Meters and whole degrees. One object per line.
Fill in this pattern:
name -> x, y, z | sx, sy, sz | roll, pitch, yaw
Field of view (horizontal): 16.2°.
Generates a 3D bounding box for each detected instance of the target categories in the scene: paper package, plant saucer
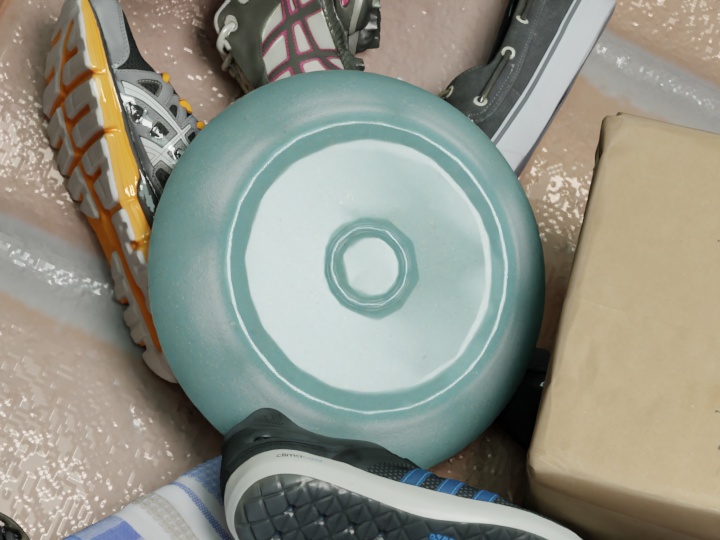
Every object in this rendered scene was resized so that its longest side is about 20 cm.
paper package -> 0.187, 0.045, 1.179 | 0.199, 0.103, 0.191 | 13, 74, 7
plant saucer -> 0.000, 0.000, 1.201 | 0.199, 0.036, 0.201 | 2, 82, -17

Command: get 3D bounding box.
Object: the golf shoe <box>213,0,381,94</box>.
golf shoe -> -0.034, -0.095, 1.289 | 0.088, 0.077, 0.201 | 3, 62, 0

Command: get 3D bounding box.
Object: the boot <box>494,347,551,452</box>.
boot -> 0.104, 0.154, 1.236 | 0.164, 0.066, 0.200 | 23, 68, -6

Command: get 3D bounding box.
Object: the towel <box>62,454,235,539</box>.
towel -> -0.034, 0.143, 1.143 | 0.147, 0.024, 0.200 | 44, 26, 13

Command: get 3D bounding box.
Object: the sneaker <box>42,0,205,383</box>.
sneaker -> -0.097, -0.047, 1.242 | 0.077, 0.078, 0.201 | -19, 87, -24

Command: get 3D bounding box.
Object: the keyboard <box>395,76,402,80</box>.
keyboard -> 0.007, 0.002, 1.267 | 0.011, 0.056, 0.201 | 3, 63, 22

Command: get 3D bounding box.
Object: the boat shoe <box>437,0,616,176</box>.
boat shoe -> 0.068, -0.081, 1.315 | 0.057, 0.069, 0.200 | 30, 57, 4

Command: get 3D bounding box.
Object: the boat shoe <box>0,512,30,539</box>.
boat shoe -> -0.172, 0.135, 1.095 | 0.200, 0.070, 0.066 | 2, 98, -53

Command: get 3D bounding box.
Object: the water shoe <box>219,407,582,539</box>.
water shoe -> 0.029, 0.113, 1.163 | 0.200, 0.072, 0.079 | 24, 23, -23
